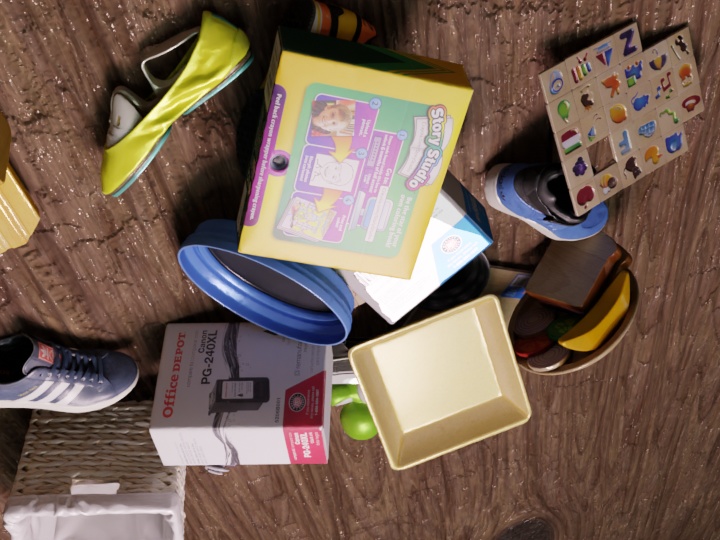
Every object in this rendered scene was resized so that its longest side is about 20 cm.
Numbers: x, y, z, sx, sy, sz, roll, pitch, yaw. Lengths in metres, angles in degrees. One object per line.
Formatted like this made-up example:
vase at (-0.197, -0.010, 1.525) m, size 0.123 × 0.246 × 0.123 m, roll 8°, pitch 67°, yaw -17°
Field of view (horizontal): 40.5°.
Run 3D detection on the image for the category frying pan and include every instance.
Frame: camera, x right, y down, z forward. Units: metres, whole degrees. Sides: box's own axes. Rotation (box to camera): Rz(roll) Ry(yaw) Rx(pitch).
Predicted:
frying pan at (0.070, 0.017, 1.225) m, size 0.188 × 0.031 × 0.116 m, roll -21°, pitch 129°, yaw 12°

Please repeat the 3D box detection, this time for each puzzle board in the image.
puzzle board at (0.161, 0.047, 1.333) m, size 0.198 × 0.018 × 0.151 m, roll 7°, pitch 132°, yaw -35°

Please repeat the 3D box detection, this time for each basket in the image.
basket at (-0.312, 0.274, 1.196) m, size 0.195 × 0.162 × 0.201 m, roll 0°, pitch 139°, yaw -7°

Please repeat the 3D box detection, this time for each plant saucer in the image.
plant saucer at (0.100, 0.136, 1.249) m, size 0.197 × 0.049 × 0.202 m, roll -21°, pitch 117°, yaw 0°

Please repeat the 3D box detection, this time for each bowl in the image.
bowl at (-0.096, 0.013, 1.034) m, size 0.198 × 0.040 × 0.201 m, roll 22°, pitch 158°, yaw 9°

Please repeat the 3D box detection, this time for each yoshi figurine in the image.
yoshi figurine at (0.048, 0.176, 1.353) m, size 0.197 × 0.113 × 0.113 m, roll -11°, pitch 150°, yaw -9°

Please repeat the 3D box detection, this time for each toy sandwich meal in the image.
toy sandwich meal at (0.261, 0.038, 1.230) m, size 0.204 × 0.206 × 0.070 m, roll -34°, pitch 122°, yaw 13°

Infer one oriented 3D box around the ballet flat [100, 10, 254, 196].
ballet flat at (-0.182, -0.153, 0.875) m, size 0.199 × 0.067 × 0.067 m, roll -41°, pitch 119°, yaw 16°

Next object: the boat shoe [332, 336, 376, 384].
boat shoe at (-0.041, 0.107, 1.261) m, size 0.197 × 0.071 × 0.065 m, roll 2°, pitch 108°, yaw -23°

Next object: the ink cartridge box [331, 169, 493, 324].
ink cartridge box at (0.016, -0.067, 0.994) m, size 0.146 × 0.085 × 0.200 m, roll -38°, pitch 113°, yaw 21°

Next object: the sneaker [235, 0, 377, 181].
sneaker at (-0.051, -0.158, 0.924) m, size 0.089 × 0.070 × 0.201 m, roll 6°, pitch 132°, yaw -29°

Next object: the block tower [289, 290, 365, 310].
block tower at (0.000, 0.000, 1.154) m, size 0.198 × 0.058 × 0.054 m, roll -26°, pitch 142°, yaw 4°

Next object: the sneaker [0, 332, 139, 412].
sneaker at (-0.340, 0.107, 1.079) m, size 0.197 × 0.076 × 0.085 m, roll -2°, pitch 142°, yaw -26°

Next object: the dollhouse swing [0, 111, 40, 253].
dollhouse swing at (-0.379, -0.038, 0.820) m, size 0.197 × 0.182 × 0.178 m, roll -21°, pitch 123°, yaw -5°

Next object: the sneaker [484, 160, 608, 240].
sneaker at (0.250, -0.079, 1.142) m, size 0.198 × 0.111 × 0.078 m, roll 18°, pitch 84°, yaw -36°

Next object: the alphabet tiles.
alphabet tiles at (0.292, -0.178, 1.065) m, size 0.198 × 0.008 × 0.169 m, roll -30°, pitch 116°, yaw -17°

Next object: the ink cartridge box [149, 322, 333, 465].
ink cartridge box at (-0.134, 0.141, 1.131) m, size 0.197 × 0.147 × 0.084 m, roll -1°, pitch 142°, yaw 3°

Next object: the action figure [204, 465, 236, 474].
action figure at (-0.163, 0.198, 1.272) m, size 0.200 × 0.069 × 0.132 m, roll 31°, pitch 78°, yaw -59°

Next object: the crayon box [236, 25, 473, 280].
crayon box at (-0.010, -0.100, 0.881) m, size 0.170 × 0.059 × 0.202 m, roll 8°, pitch 122°, yaw -15°
